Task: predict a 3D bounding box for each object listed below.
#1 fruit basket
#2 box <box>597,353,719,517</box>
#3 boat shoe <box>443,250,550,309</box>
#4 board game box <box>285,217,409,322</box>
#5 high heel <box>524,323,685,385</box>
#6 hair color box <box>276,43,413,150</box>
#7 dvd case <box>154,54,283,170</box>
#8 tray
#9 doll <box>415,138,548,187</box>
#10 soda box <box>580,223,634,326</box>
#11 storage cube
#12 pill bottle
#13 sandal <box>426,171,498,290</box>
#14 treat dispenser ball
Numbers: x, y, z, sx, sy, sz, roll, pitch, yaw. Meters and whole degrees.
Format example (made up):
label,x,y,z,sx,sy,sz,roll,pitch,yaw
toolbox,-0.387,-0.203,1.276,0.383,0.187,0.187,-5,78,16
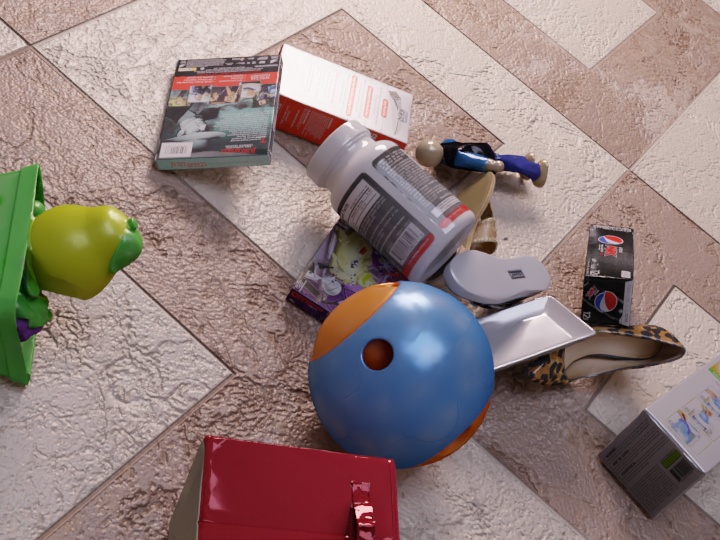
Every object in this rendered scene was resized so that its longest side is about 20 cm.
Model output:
label,x,y,z,sx,sy,sz,roll,pitch,yaw
fruit basket,-0.319,-0.004,1.131,0.215,0.156,0.216,5,50,-6
box,0.409,0.201,1.393,0.200,0.113,0.101,-24,65,-41
boat shoe,0.162,0.018,1.426,0.200,0.068,0.072,-5,63,-50
board game box,0.000,0.000,1.402,0.120,0.032,0.200,35,44,-4
high heel,0.307,0.107,1.401,0.142,0.072,0.200,9,20,41
hair color box,-0.032,-0.225,1.553,0.200,0.064,0.111,19,46,-11
dvd case,-0.178,-0.206,1.441,0.146,0.022,0.200,-2,47,4
tray,0.177,0.089,1.374,0.200,0.022,0.107,-17,31,-19
doll,0.171,-0.159,1.600,0.200,0.049,0.136,7,17,-24
soda box,0.332,0.004,1.498,0.063,0.071,0.200,5,23,13
storage cube,-0.075,0.270,1.007,0.179,0.200,0.171,10,49,-14
pill bottle,0.036,-0.089,1.398,0.200,0.116,0.116,43,45,11
sandal,0.149,-0.037,1.502,0.070,0.078,0.212,46,47,-22
treat dispenser ball,0.044,0.111,1.203,0.200,0.201,0.201,15,47,-17
